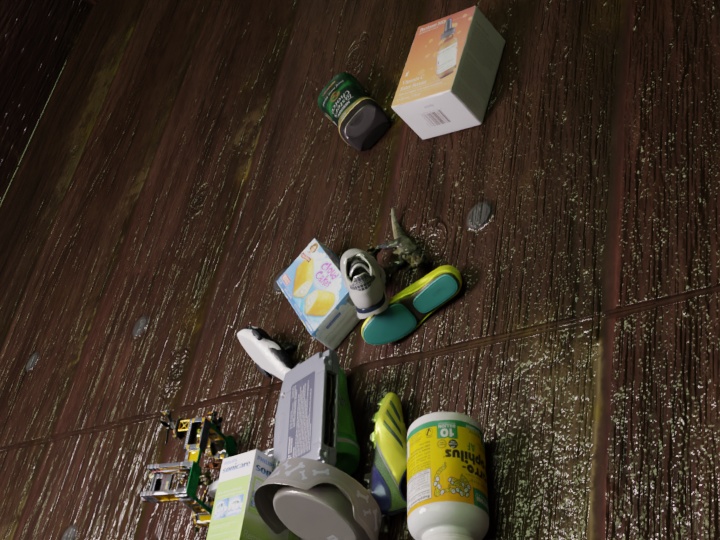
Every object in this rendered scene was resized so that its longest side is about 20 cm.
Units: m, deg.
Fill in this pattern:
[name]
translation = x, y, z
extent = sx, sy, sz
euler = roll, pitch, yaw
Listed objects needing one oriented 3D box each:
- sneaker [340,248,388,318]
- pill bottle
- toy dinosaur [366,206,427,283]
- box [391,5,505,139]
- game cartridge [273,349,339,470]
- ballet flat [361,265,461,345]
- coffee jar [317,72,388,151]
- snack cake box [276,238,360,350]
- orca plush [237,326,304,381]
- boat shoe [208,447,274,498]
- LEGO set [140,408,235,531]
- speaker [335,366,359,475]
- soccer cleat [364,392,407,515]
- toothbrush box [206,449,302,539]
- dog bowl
[sneaker]
translation = 0.000, 0.000, 1.634
extent = 0.075, 0.082, 0.201
euler = -27, 27, 0
[pill bottle]
translation = 0.118, 0.306, 1.308
extent = 0.112, 0.112, 0.203
euler = -27, 42, 31
[toy dinosaur]
translation = 0.063, -0.035, 1.720
extent = 0.088, 0.048, 0.201
euler = -39, 35, 8
[box]
translation = 0.168, -0.373, 1.829
extent = 0.150, 0.106, 0.203
euler = -9, 54, 44
[game cartridge]
translation = -0.086, 0.239, 1.514
extent = 0.132, 0.041, 0.204
euler = -30, 45, 38
[ballet flat]
translation = 0.087, 0.055, 1.608
extent = 0.198, 0.067, 0.067
euler = -36, 17, 19
[coffee jar]
translation = -0.016, -0.333, 2.021
extent = 0.104, 0.085, 0.201
euler = -46, 36, 9
[snack cake box]
translation = -0.068, 0.041, 1.781
extent = 0.115, 0.067, 0.200
euler = -49, 36, 7
[orca plush]
translation = -0.150, 0.146, 1.785
extent = 0.070, 0.107, 0.199
euler = -30, 24, -26
[boat shoe]
translation = -0.177, 0.342, 1.648
extent = 0.198, 0.071, 0.069
euler = -26, 45, 29
[LEGO set]
translation = -0.313, 0.357, 1.720
extent = 0.113, 0.154, 0.204
euler = -9, 59, 22
[speaker]
translation = -0.053, 0.239, 1.580
extent = 0.088, 0.088, 0.202
euler = -37, 39, 20
[soccer cleat]
translation = 0.054, 0.279, 1.465
extent = 0.082, 0.065, 0.203
euler = -2, 49, 12
[toothbrush box]
translation = -0.158, 0.408, 1.507
extent = 0.085, 0.145, 0.203
euler = -22, 44, 35
[dog bowl]
translation = -0.057, 0.352, 1.407
extent = 0.198, 0.201, 0.059
euler = -12, 35, 42
